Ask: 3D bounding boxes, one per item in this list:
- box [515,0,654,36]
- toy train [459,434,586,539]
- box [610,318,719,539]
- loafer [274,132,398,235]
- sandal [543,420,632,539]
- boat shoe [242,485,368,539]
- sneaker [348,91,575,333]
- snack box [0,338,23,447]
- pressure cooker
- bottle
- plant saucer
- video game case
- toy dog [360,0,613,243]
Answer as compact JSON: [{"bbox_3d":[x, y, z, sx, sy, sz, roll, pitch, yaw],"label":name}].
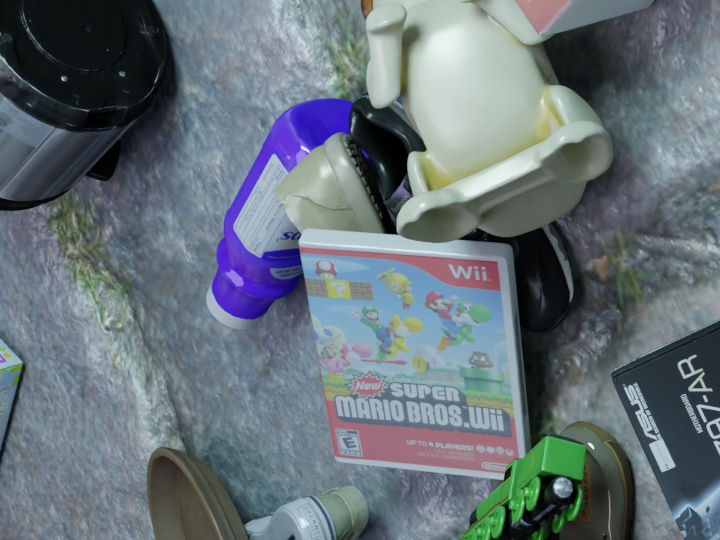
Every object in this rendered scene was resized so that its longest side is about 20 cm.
[{"bbox_3d":[0.124,-0.268,1.321,0.201,0.106,0.152,57,137,15],"label":"box"},{"bbox_3d":[0.106,0.160,1.512,0.200,0.041,0.057,126,157,-64],"label":"toy train"},{"bbox_3d":[0.254,0.124,1.371,0.160,0.043,0.201,-30,82,52],"label":"box"},{"bbox_3d":[0.000,0.000,1.546,0.068,0.076,0.201,-19,113,11],"label":"loafer"},{"bbox_3d":[0.150,0.202,1.512,0.080,0.054,0.201,8,110,45],"label":"sandal"},{"bbox_3d":[-0.044,0.213,1.717,0.072,0.062,0.200,69,157,9],"label":"boat shoe"},{"bbox_3d":[0.059,-0.036,1.494,0.201,0.087,0.076,57,137,15],"label":"sneaker"},{"bbox_3d":[-0.398,0.114,2.063,0.169,0.067,0.201,44,133,28],"label":"snack box"},{"bbox_3d":[-0.267,-0.145,1.738,0.200,0.178,0.176,-40,78,46],"label":"pressure cooker"},{"bbox_3d":[-0.056,-0.036,1.621,0.065,0.083,0.200,55,136,25],"label":"bottle"},{"bbox_3d":[-0.120,0.234,1.795,0.200,0.029,0.201,52,152,43],"label":"plant saucer"},{"bbox_3d":[0.040,0.059,1.514,0.142,0.017,0.201,5,130,16],"label":"video game case"},{"bbox_3d":[0.077,-0.132,1.407,0.139,0.194,0.201,-27,73,22],"label":"toy dog"}]
